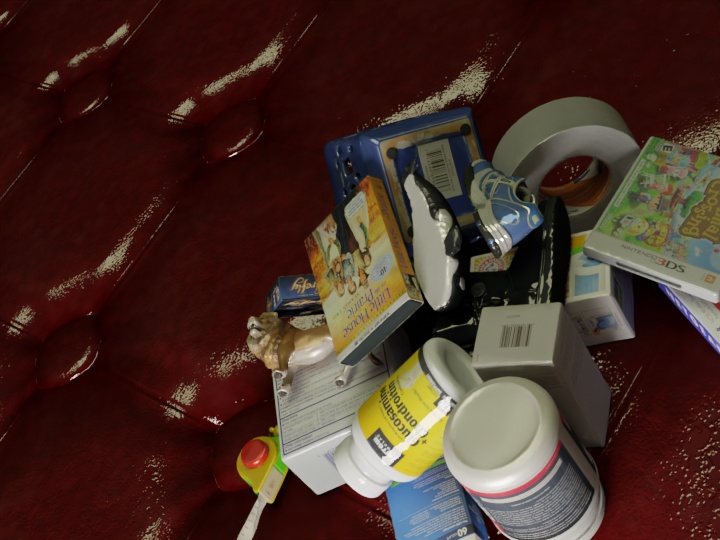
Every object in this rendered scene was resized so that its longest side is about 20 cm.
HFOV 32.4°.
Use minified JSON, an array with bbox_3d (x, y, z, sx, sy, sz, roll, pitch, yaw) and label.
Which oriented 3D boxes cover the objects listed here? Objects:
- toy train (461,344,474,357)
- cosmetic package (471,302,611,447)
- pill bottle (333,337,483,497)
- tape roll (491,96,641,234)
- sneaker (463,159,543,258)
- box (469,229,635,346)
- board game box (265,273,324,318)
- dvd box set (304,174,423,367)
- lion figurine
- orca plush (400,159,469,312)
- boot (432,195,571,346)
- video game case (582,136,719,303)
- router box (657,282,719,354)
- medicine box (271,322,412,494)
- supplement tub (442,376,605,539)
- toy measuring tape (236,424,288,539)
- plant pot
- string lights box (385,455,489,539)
[{"bbox_3d":[0.151,0.143,1.647,0.045,0.034,0.202,-7,49,14],"label":"toy train"},{"bbox_3d":[0.220,0.131,1.483,0.106,0.200,0.086,-4,53,28],"label":"cosmetic package"},{"bbox_3d":[0.060,0.184,1.506,0.200,0.111,0.113,-46,38,22],"label":"pill bottle"},{"bbox_3d":[0.278,-0.132,1.667,0.199,0.201,0.067,-28,43,11],"label":"tape roll"},{"bbox_3d":[0.179,-0.086,1.552,0.076,0.076,0.201,-28,30,10],"label":"sneaker"},{"bbox_3d":[0.247,0.034,1.619,0.198,0.102,0.114,-13,49,25],"label":"box"},{"bbox_3d":[-0.026,0.031,1.728,0.197,0.136,0.035,-5,78,-13],"label":"board game box"},{"bbox_3d":[0.000,0.000,1.583,0.146,0.029,0.202,-43,48,33],"label":"dvd box set"},{"bbox_3d":[-0.061,0.098,1.663,0.197,0.073,0.123,-7,42,12],"label":"lion figurine"},{"bbox_3d":[0.100,-0.037,1.552,0.106,0.070,0.201,-51,47,31],"label":"orca plush"},{"bbox_3d":[0.175,0.001,1.563,0.166,0.076,0.203,-5,60,27],"label":"boot"},{"bbox_3d":[0.402,-0.069,1.544,0.180,0.022,0.201,22,62,29],"label":"video game case"},{"bbox_3d":[0.482,0.013,1.514,0.179,0.049,0.201,-35,42,4],"label":"router box"},{"bbox_3d":[-0.016,0.169,1.686,0.180,0.103,0.202,-25,43,14],"label":"medicine box"},{"bbox_3d":[0.191,0.228,1.419,0.139,0.200,0.142,-19,45,20],"label":"supplement tub"},{"bbox_3d":[-0.151,0.297,1.697,0.073,0.074,0.202,5,57,37],"label":"toy measuring tape"},{"bbox_3d":[0.079,-0.116,1.710,0.197,0.203,0.180,-16,1,-16],"label":"plant pot"},{"bbox_3d":[0.093,0.301,1.530,0.102,0.059,0.201,-27,44,13],"label":"string lights box"}]
